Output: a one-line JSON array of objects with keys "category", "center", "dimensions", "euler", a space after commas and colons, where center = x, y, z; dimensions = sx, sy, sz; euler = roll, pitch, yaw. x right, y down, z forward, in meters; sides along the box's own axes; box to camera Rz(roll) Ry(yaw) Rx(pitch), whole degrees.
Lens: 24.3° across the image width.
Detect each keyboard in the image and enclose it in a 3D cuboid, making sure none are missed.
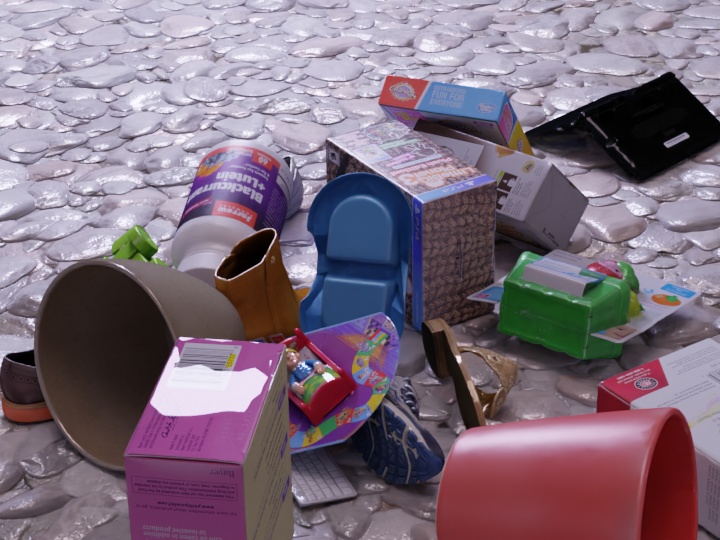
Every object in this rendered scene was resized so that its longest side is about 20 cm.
[{"category": "keyboard", "center": [-0.066, 0.166, 1.602], "dimensions": [0.056, 0.011, 0.200], "euler": [-12, 31, -19]}]

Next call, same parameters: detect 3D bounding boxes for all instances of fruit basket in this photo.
[{"category": "fruit basket", "center": [0.241, 0.020, 1.780], "dimensions": [0.185, 0.094, 0.200], "euler": [19, 31, 32]}]

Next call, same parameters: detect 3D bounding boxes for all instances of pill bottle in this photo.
[{"category": "pill bottle", "center": [-0.144, -0.041, 1.828], "dimensions": [0.111, 0.112, 0.200], "euler": [4, 44, 8]}]

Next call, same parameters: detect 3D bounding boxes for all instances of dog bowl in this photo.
[{"category": "dog bowl", "center": [0.000, 0.000, 1.728], "dimensions": [0.111, 0.201, 0.050], "euler": [6, 2, 12]}]

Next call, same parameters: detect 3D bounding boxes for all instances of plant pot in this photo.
[{"category": "plant pot", "center": [0.167, 0.204, 1.360], "dimensions": [0.177, 0.201, 0.200], "euler": [1, 27, 25]}]

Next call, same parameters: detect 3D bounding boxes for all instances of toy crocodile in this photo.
[{"category": "toy crocodile", "center": [-0.239, 0.010, 1.850], "dimensions": [0.068, 0.062, 0.200], "euler": [-44, 35, 5]}]

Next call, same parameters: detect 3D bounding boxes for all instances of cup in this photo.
[{"category": "cup", "center": [-0.193, 0.078, 1.603], "dimensions": [0.200, 0.201, 0.143], "euler": [20, 21, 34]}]

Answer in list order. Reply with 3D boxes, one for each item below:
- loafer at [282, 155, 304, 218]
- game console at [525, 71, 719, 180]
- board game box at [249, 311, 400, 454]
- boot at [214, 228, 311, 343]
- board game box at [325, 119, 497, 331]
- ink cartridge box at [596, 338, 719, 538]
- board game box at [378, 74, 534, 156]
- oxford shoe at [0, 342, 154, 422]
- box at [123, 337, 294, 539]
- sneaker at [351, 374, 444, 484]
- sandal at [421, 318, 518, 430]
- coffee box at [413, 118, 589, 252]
[{"category": "loafer", "center": [-0.128, -0.075, 1.985], "dimensions": [0.070, 0.070, 0.200], "euler": [10, 30, 19]}, {"category": "game console", "center": [0.350, -0.181, 2.222], "dimensions": [0.200, 0.116, 0.176], "euler": [-27, 68, -38]}, {"category": "board game box", "center": [-0.058, 0.101, 1.586], "dimensions": [0.200, 0.039, 0.158], "euler": [-17, 39, 31]}, {"category": "boot", "center": [-0.085, 0.019, 1.734], "dimensions": [0.071, 0.144, 0.201], "euler": [14, 32, 24]}, {"category": "board game box", "center": [0.054, -0.052, 1.844], "dimensions": [0.097, 0.160, 0.200], "euler": [-17, 32, -27]}, {"category": "ink cartridge box", "center": [0.334, 0.157, 1.530], "dimensions": [0.145, 0.083, 0.200], "euler": [-18, 33, -29]}, {"category": "board game box", "center": [0.122, -0.170, 2.049], "dimensions": [0.153, 0.200, 0.040], "euler": [11, 74, 20]}, {"category": "oxford shoe", "center": [-0.264, 0.091, 1.680], "dimensions": [0.200, 0.073, 0.071], "euler": [-17, 32, -27]}, {"category": "box", "center": [-0.119, 0.185, 1.369], "dimensions": [0.096, 0.200, 0.176], "euler": [3, 29, 8]}, {"category": "sneaker", "center": [0.028, 0.133, 1.597], "dimensions": [0.085, 0.077, 0.200], "euler": [-14, 31, -31]}, {"category": "sandal", "center": [0.120, 0.098, 1.653], "dimensions": [0.069, 0.078, 0.212], "euler": [-13, 25, -9]}, {"category": "coffee box", "center": [0.150, -0.098, 1.958], "dimensions": [0.200, 0.080, 0.114], "euler": [23, -8, 36]}]
